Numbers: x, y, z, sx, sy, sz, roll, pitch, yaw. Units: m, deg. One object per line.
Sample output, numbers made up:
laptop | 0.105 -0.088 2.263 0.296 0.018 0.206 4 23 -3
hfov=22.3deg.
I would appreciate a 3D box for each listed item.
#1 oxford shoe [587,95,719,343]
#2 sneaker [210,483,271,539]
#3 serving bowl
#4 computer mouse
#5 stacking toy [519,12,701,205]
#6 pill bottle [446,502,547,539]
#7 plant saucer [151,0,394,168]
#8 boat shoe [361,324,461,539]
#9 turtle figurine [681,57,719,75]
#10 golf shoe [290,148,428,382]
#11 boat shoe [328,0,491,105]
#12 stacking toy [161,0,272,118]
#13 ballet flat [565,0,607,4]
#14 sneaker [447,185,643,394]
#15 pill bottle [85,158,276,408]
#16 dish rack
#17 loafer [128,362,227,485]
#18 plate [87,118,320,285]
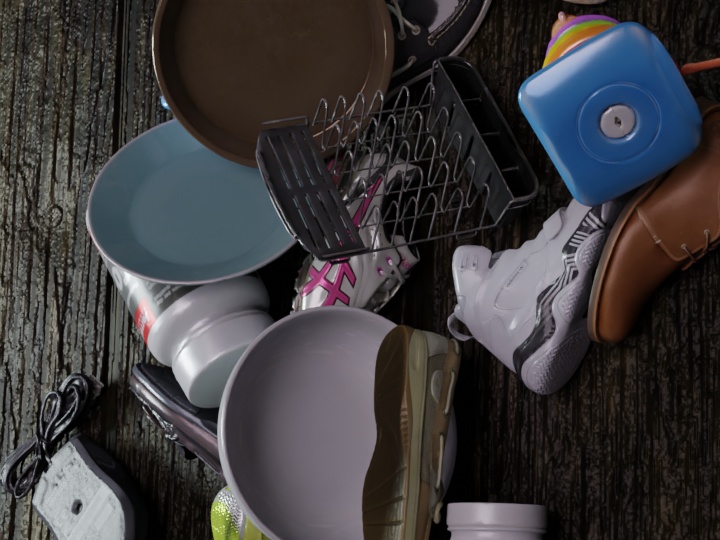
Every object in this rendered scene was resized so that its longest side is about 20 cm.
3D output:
oxford shoe | 0.234 -0.027 1.362 0.071 0.071 0.201 32 98 29
sneaker | -0.061 0.257 1.503 0.076 0.104 0.202 32 132 50
serving bowl | -0.025 0.132 1.452 0.066 0.199 0.202 154 117 -66
computer mouse | -0.241 0.200 1.646 0.139 0.053 0.200 -52 48 14
stacking toy | 0.175 -0.148 1.371 0.109 0.116 0.200 -30 24 10
pill bottle | 0.101 0.277 1.368 0.112 0.112 0.202 -4 79 32
plant saucer | -0.071 -0.183 1.495 0.198 0.029 0.202 1 106 3
boat shoe | 0.045 0.144 1.407 0.073 0.063 0.202 -33 50 55
turtle figurine | 0.331 -0.091 1.310 0.198 0.064 0.163 0 91 18
golf shoe | 0.000 0.000 1.506 0.092 0.072 0.202 9 86 32
boat shoe | 0.023 -0.193 1.531 0.199 0.060 0.074 -35 64 23
stacking toy | -0.111 -0.235 1.540 0.109 0.116 0.201 5 120 15
ballet flat | 0.127 -0.277 1.474 0.200 0.067 0.068 37 102 32
sneaker | 0.140 -0.015 1.415 0.114 0.075 0.201 27 99 31
pill bottle | -0.148 0.011 1.576 0.114 0.114 0.201 -41 62 20
dish rack | 0.023 -0.084 1.435 0.055 0.199 0.154 108 144 -50
loafer | -0.133 0.149 1.571 0.199 0.072 0.063 31 103 30
plate | -0.127 -0.056 1.517 0.198 0.026 0.201 -4 47 5
